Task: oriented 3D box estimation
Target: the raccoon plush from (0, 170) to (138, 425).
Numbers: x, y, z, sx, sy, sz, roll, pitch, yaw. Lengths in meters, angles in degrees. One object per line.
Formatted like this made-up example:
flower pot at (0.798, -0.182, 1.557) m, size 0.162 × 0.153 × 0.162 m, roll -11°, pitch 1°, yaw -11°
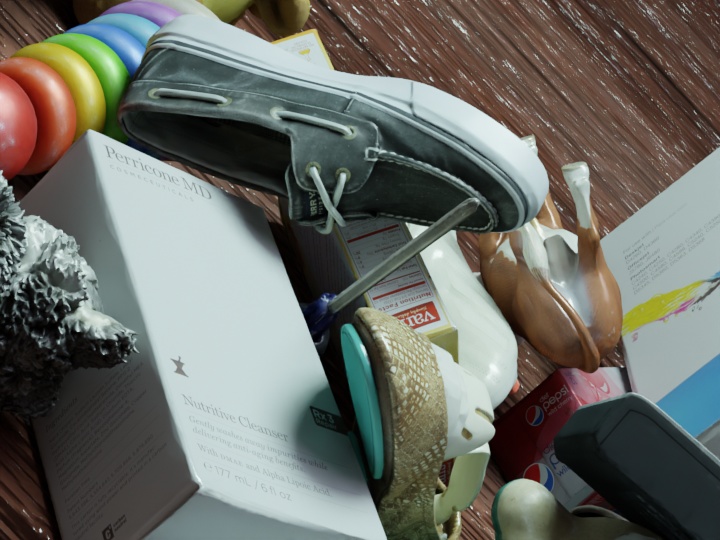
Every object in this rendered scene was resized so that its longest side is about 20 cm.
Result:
raccoon plush at (-0.181, 0.025, 0.867) m, size 0.200 × 0.097 × 0.134 m, roll -41°, pitch 101°, yaw -37°

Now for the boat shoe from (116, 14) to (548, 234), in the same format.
boat shoe at (-0.016, -0.049, 1.039) m, size 0.199 × 0.072 × 0.071 m, roll 19°, pitch 56°, yaw 15°

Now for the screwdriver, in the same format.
screwdriver at (-0.005, 0.006, 1.011) m, size 0.028 × 0.200 × 0.029 m, roll -15°, pitch 71°, yaw -37°

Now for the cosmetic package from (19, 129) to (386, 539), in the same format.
cosmetic package at (-0.077, 0.048, 0.970) m, size 0.113 × 0.081 × 0.201 m, roll 23°, pitch 35°, yaw -42°

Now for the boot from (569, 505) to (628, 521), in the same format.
boot at (0.171, 0.202, 1.137) m, size 0.146 × 0.070 × 0.200 m, roll 44°, pitch 2°, yaw -43°

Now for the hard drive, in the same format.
hard drive at (0.153, 0.113, 1.035) m, size 0.139 × 0.033 × 0.200 m, roll 41°, pitch -4°, yaw 3°

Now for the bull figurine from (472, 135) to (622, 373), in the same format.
bull figurine at (0.096, -0.004, 1.267) m, size 0.200 × 0.065 × 0.122 m, roll -148°, pitch -139°, yaw -74°

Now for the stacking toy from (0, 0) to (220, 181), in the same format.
stacking toy at (-0.139, -0.077, 1.078) m, size 0.085 × 0.085 × 0.200 m, roll 52°, pitch 30°, yaw 8°

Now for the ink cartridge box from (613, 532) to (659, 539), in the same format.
ink cartridge box at (0.122, 0.226, 0.949) m, size 0.201 × 0.116 × 0.068 m, roll 65°, pitch -21°, yaw -12°

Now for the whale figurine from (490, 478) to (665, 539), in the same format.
whale figurine at (0.061, 0.173, 1.018) m, size 0.199 × 0.104 × 0.160 m, roll 5°, pitch 80°, yaw -30°

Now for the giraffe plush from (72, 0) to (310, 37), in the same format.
giraffe plush at (-0.114, -0.185, 1.209) m, size 0.173 × 0.199 × 0.163 m, roll 53°, pitch -15°, yaw 47°

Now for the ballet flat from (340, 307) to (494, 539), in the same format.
ballet flat at (0.024, 0.070, 0.995) m, size 0.200 × 0.065 × 0.071 m, roll 95°, pitch -17°, yaw -62°

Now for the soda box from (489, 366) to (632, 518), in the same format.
soda box at (0.151, 0.098, 1.313) m, size 0.070 × 0.063 × 0.200 m, roll 57°, pitch 24°, yaw 19°

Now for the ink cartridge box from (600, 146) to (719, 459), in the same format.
ink cartridge box at (0.245, 0.042, 1.297) m, size 0.147 × 0.146 × 0.200 m, roll 36°, pitch 27°, yaw -29°

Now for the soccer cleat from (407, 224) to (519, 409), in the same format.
soccer cleat at (0.032, 0.009, 1.230) m, size 0.078 × 0.069 × 0.200 m, roll 56°, pitch 9°, yaw -33°

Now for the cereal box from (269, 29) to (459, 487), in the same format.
cereal box at (0.000, 0.000, 1.136) m, size 0.144 × 0.039 × 0.200 m, roll 84°, pitch -15°, yaw -54°
